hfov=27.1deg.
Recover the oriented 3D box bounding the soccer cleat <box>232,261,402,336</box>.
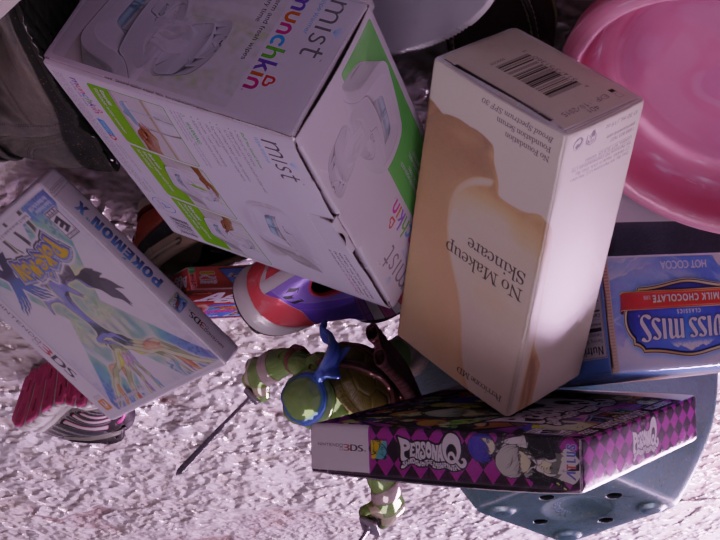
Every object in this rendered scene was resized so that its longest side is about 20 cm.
[{"bbox_3d":[0.000,0.000,1.068,0.199,0.069,0.073,-11,165,-48],"label":"soccer cleat"}]

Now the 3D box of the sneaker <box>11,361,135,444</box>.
[{"bbox_3d":[-0.224,0.106,1.311,0.087,0.074,0.199,22,148,-34],"label":"sneaker"}]

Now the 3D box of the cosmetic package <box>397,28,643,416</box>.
[{"bbox_3d":[0.088,-0.027,0.879,0.071,0.105,0.201,-25,135,-36],"label":"cosmetic package"}]

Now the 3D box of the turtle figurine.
[{"bbox_3d":[-0.018,0.118,1.083,0.143,0.201,0.193,19,-165,33],"label":"turtle figurine"}]

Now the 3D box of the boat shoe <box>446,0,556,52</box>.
[{"bbox_3d":[0.088,-0.119,0.925,0.072,0.072,0.200,-5,150,6],"label":"boat shoe"}]

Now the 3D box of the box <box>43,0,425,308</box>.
[{"bbox_3d":[-0.060,-0.081,0.892,0.176,0.097,0.200,18,159,27],"label":"box"}]

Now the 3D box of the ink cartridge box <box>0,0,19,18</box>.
[{"bbox_3d":[-0.239,-0.121,0.808,0.043,0.175,0.200,24,142,-37],"label":"ink cartridge box"}]

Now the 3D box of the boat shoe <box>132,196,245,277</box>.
[{"bbox_3d":[-0.073,-0.036,1.077,0.199,0.063,0.071,-12,147,16],"label":"boat shoe"}]

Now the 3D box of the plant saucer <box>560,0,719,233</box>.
[{"bbox_3d":[0.214,-0.101,0.855,0.199,0.051,0.201,18,147,12],"label":"plant saucer"}]

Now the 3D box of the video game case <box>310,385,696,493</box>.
[{"bbox_3d":[0.096,0.103,0.948,0.180,0.036,0.200,-1,-177,32],"label":"video game case"}]

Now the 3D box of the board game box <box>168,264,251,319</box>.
[{"bbox_3d":[-0.067,0.016,1.135,0.199,0.020,0.103,-2,165,-36],"label":"board game box"}]

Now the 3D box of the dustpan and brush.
[{"bbox_3d":[-0.021,-0.152,0.871,0.139,0.058,0.200,20,170,-19],"label":"dustpan and brush"}]

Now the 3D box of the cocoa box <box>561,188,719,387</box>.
[{"bbox_3d":[0.194,0.008,1.017,0.199,0.132,0.133,-2,172,-33],"label":"cocoa box"}]

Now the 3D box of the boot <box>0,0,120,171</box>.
[{"bbox_3d":[-0.232,-0.120,0.927,0.130,0.068,0.200,0,149,9],"label":"boot"}]

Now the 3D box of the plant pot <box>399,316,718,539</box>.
[{"bbox_3d":[0.161,0.097,1.179,0.196,0.201,0.195,25,142,-37],"label":"plant pot"}]

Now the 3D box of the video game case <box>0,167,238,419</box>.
[{"bbox_3d":[-0.204,0.025,1.104,0.182,0.022,0.200,45,144,-13],"label":"video game case"}]
